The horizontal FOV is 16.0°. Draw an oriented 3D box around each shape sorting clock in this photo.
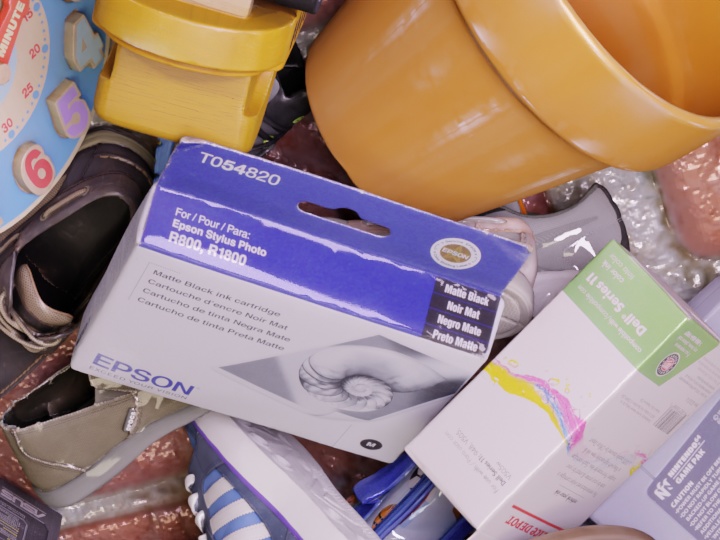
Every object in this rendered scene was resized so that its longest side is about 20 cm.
[{"bbox_3d":[-0.202,-0.107,1.349,0.039,0.200,0.201,18,125,37],"label":"shape sorting clock"}]

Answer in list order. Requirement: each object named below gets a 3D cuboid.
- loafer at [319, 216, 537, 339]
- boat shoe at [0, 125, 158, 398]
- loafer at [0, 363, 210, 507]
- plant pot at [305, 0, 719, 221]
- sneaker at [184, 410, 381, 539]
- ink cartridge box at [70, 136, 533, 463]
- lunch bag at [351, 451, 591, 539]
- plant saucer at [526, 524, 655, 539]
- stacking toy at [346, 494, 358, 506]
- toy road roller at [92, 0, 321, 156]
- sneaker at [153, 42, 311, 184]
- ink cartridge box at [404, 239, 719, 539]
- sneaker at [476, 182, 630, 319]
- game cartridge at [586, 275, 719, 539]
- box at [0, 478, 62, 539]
[{"bbox_3d":[0.000,0.000,1.409,0.199,0.063,0.072,2,140,12],"label":"loafer"},{"bbox_3d":[-0.187,0.006,1.458,0.074,0.073,0.200,30,114,-13],"label":"boat shoe"},{"bbox_3d":[-0.127,0.056,1.470,0.200,0.075,0.070,-41,119,9],"label":"loafer"},{"bbox_3d":[0.077,-0.119,1.335,0.183,0.201,0.200,-33,113,34],"label":"plant pot"},{"bbox_3d":[-0.076,0.172,1.466,0.147,0.200,0.080,-53,140,9],"label":"sneaker"},{"bbox_3d":[-0.035,0.022,1.353,0.199,0.041,0.200,17,146,-12],"label":"ink cartridge box"},{"bbox_3d":[0.083,0.151,1.499,0.200,0.076,0.160,-46,112,1],"label":"lunch bag"},{"bbox_3d":[0.085,0.211,1.414,0.199,0.030,0.200,-20,147,-13],"label":"plant saucer"},{"bbox_3d":[-0.058,0.193,1.545,0.200,0.110,0.116,-37,126,7],"label":"stacking toy"},{"bbox_3d":[-0.075,-0.150,1.300,0.122,0.200,0.147,16,115,0],"label":"toy road roller"},{"bbox_3d":[-0.066,-0.085,1.410,0.082,0.071,0.200,15,114,1],"label":"sneaker"},{"bbox_3d":[0.102,0.087,1.382,0.200,0.117,0.067,-45,64,6],"label":"ink cartridge box"},{"bbox_3d":[0.058,-0.004,1.458,0.199,0.074,0.080,-9,92,10],"label":"sneaker"},{"bbox_3d":[0.215,0.086,1.468,0.133,0.041,0.200,42,84,-24],"label":"game cartridge"},{"bbox_3d":[-0.275,0.149,1.487,0.200,0.159,0.048,33,113,-15],"label":"box"}]
